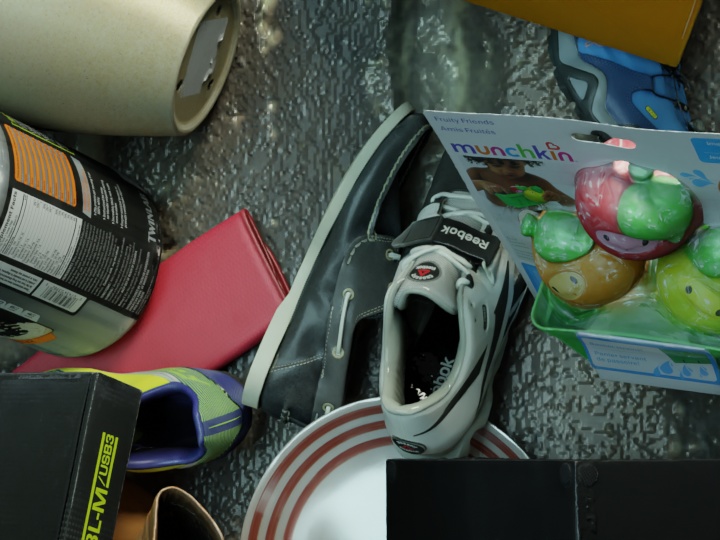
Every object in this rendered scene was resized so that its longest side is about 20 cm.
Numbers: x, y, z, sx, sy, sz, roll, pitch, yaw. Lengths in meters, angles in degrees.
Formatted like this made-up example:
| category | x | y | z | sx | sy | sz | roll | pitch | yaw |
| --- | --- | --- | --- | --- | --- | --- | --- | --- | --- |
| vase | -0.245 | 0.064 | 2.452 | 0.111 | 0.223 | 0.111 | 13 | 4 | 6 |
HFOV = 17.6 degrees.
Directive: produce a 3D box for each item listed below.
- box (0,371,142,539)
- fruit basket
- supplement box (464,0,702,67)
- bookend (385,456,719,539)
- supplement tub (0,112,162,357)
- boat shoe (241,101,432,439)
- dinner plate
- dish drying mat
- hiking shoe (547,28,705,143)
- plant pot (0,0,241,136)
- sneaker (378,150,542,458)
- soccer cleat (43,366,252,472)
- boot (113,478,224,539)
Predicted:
| category | x | y | z | sx | sy | sz | roll | pitch | yaw |
| --- | --- | --- | --- | --- | --- | --- | --- | --- | --- |
| box | -0.227 | 0.157 | 1.357 | 0.199 | 0.047 | 0.195 | -2 | 73 | 39 |
| fruit basket | 0.143 | -0.014 | 1.192 | 0.184 | 0.200 | 0.094 | 7 | 67 | 27 |
| supplement box | 0.110 | -0.245 | 1.207 | 0.196 | 0.133 | 0.201 | 18 | 77 | 5 |
| bookend | 0.144 | 0.144 | 1.218 | 0.198 | 0.198 | 0.093 | -9 | 80 | 64 |
| supplement tub | -0.220 | -0.029 | 1.379 | 0.122 | 0.200 | 0.124 | -13 | 66 | 31 |
| boat shoe | 0.000 | 0.000 | 1.351 | 0.067 | 0.072 | 0.201 | 25 | 97 | 8 |
| dinner plate | 0.026 | 0.172 | 1.327 | 0.198 | 0.024 | 0.202 | -1 | 87 | 18 |
| dish drying mat | -0.130 | 0.046 | 1.438 | 0.199 | 0.018 | 0.077 | -34 | 72 | 21 |
| hiking shoe | 0.147 | -0.132 | 1.272 | 0.087 | 0.074 | 0.201 | -36 | 70 | 21 |
| plant pot | -0.180 | -0.159 | 1.406 | 0.199 | 0.187 | 0.189 | 22 | 96 | 14 |
| sneaker | 0.054 | 0.003 | 1.289 | 0.073 | 0.089 | 0.202 | 6 | 73 | 18 |
| soccer cleat | -0.162 | 0.093 | 1.396 | 0.199 | 0.084 | 0.065 | -7 | 96 | 22 |
| boot | -0.117 | 0.167 | 1.330 | 0.076 | 0.156 | 0.201 | -20 | 57 | -13 |
